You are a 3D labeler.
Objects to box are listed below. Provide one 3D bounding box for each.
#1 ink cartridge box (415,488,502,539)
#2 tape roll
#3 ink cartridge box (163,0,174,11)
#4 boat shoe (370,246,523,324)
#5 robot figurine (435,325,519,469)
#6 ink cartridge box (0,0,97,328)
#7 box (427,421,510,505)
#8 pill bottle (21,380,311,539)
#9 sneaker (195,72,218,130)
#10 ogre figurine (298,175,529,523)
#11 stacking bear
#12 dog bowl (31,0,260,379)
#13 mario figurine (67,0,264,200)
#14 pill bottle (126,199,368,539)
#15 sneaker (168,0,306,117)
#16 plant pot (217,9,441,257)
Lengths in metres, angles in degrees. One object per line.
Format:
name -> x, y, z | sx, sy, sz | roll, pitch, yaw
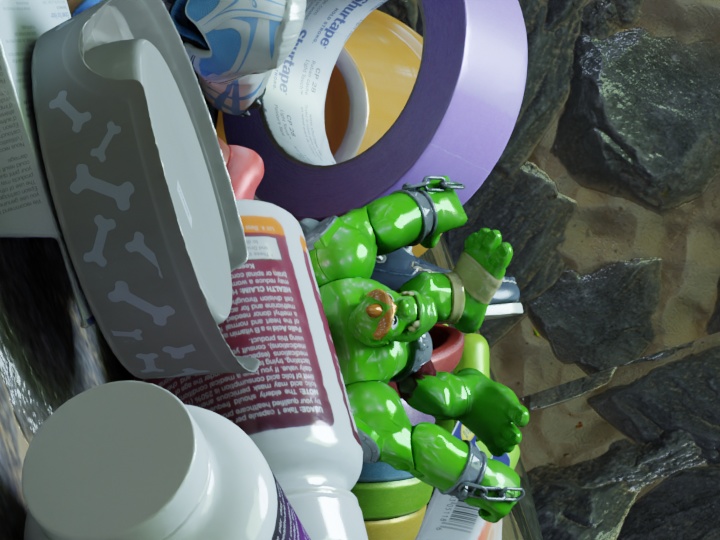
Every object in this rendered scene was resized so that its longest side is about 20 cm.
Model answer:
ink cartridge box -> 0.054, 0.260, 1.799 | 0.162, 0.050, 0.201 | -61, 153, -54
tape roll -> 0.007, -0.121, 1.694 | 0.065, 0.200, 0.201 | 21, 45, -47
ink cartridge box -> -0.075, -0.202, 1.625 | 0.144, 0.199, 0.085 | -6, 75, -62
boat shoe -> 0.000, 0.000, 1.635 | 0.075, 0.199, 0.062 | 88, 5, -80
robot figurine -> 0.032, 0.093, 1.964 | 0.200, 0.175, 0.116 | 52, 48, -25
ink cartridge box -> -0.164, -0.074, 1.342 | 0.196, 0.043, 0.201 | -51, 126, -83
box -> 0.038, 0.191, 1.855 | 0.201, 0.032, 0.121 | -62, 152, -17
pill bottle -> -0.075, 0.134, 1.177 | 0.200, 0.112, 0.113 | 65, 9, -50
sneaker -> -0.125, -0.086, 1.710 | 0.200, 0.071, 0.083 | -88, 179, -68
ogre figurine -> 0.026, 0.042, 1.538 | 0.098, 0.119, 0.201 | -3, -94, 56
stacking bear -> -0.007, 0.138, 1.650 | 0.114, 0.121, 0.201 | -59, 154, -74
dog bowl -> -0.105, -0.039, 1.324 | 0.200, 0.058, 0.201 | -17, 90, -84
mario figurine -> -0.139, -0.077, 1.539 | 0.124, 0.106, 0.201 | -50, 117, -40
pill bottle -> -0.064, 0.074, 1.461 | 0.114, 0.114, 0.201 | 59, 14, -64
sneaker -> -0.076, -0.137, 1.562 | 0.200, 0.072, 0.072 | 137, -28, -79
plant pot -> -0.035, -0.097, 1.874 | 0.183, 0.199, 0.201 | 25, 47, -76
